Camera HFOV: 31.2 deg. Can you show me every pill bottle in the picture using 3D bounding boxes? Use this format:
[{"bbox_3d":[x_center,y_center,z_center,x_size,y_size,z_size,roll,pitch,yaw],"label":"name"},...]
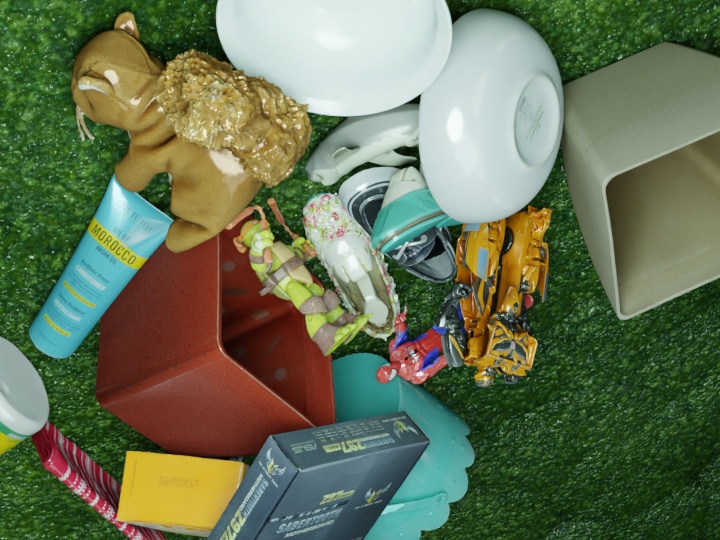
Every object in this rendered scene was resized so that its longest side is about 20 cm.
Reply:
[{"bbox_3d":[-0.427,0.161,1.310,0.199,0.113,0.113,-32,134,10],"label":"pill bottle"}]

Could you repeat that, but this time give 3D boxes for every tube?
[{"bbox_3d":[-0.258,0.002,1.269,0.077,0.050,0.200,36,116,-4],"label":"tube"}]

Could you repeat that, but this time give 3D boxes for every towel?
[{"bbox_3d":[-0.278,0.235,1.389,0.022,0.145,0.200,-45,116,-5],"label":"towel"}]

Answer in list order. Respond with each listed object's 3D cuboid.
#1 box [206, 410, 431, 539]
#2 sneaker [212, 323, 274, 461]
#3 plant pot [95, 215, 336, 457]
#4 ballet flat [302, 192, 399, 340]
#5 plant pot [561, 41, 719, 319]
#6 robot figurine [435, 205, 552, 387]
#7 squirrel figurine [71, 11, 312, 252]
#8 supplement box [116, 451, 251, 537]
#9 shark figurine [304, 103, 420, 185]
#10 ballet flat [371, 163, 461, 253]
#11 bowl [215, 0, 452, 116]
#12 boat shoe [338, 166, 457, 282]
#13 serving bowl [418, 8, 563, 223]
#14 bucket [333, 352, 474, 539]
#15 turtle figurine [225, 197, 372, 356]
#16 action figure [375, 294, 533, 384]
[{"bbox_3d":[-0.041,0.218,1.257,0.199,0.051,0.158,-3,131,-50],"label":"box"},{"bbox_3d":[-0.122,0.139,1.406,0.199,0.109,0.070,-30,134,10],"label":"sneaker"},{"bbox_3d":[-0.154,0.076,1.290,0.176,0.201,0.200,-24,137,21],"label":"plant pot"},{"bbox_3d":[0.000,0.000,1.357,0.075,0.064,0.200,-26,135,5],"label":"ballet flat"},{"bbox_3d":[0.298,-0.110,1.282,0.199,0.177,0.200,-23,136,-4],"label":"plant pot"},{"bbox_3d":[0.145,0.022,1.347,0.145,0.201,0.058,18,164,-41],"label":"robot figurine"},{"bbox_3d":[-0.149,-0.139,1.106,0.199,0.142,0.187,-16,126,46],"label":"squirrel figurine"},{"bbox_3d":[-0.165,0.243,1.366,0.125,0.074,0.200,4,166,10],"label":"supplement box"},{"bbox_3d":[0.036,-0.151,1.226,0.213,0.090,0.128,-17,169,6],"label":"shark figurine"},{"bbox_3d":[0.063,-0.069,1.239,0.067,0.071,0.200,-34,171,40],"label":"ballet flat"},{"bbox_3d":[-0.019,-0.232,1.095,0.200,0.091,0.202,3,144,2],"label":"bowl"},{"bbox_3d":[0.045,-0.039,1.302,0.071,0.068,0.200,-29,150,12],"label":"boat shoe"},{"bbox_3d":[0.135,-0.140,1.193,0.200,0.066,0.201,-15,109,-50],"label":"serving bowl"},{"bbox_3d":[0.010,0.203,1.459,0.207,0.208,0.135,-36,128,14],"label":"bucket"},{"bbox_3d":[-0.068,0.006,1.224,0.064,0.161,0.200,-43,173,7],"label":"turtle figurine"},{"bbox_3d":[0.100,0.056,1.390,0.200,0.065,0.099,-33,162,-19],"label":"action figure"}]
